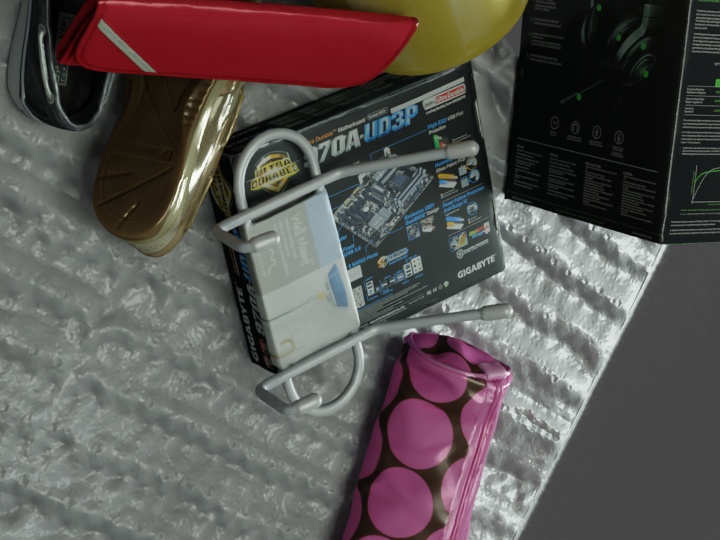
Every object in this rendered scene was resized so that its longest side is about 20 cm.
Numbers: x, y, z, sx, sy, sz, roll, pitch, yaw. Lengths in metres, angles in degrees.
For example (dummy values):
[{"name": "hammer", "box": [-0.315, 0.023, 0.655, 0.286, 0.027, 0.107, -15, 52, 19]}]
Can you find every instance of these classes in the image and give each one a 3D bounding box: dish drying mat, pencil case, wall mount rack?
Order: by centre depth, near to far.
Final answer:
[{"name": "dish drying mat", "box": [-0.068, -0.130, 0.934, 0.198, 0.077, 0.018, 1, 67, -29]}, {"name": "wall mount rack", "box": [0.000, 0.000, 1.041, 0.173, 0.074, 0.202, -26, 117, -26]}, {"name": "pencil case", "box": [0.049, 0.148, 1.161, 0.090, 0.093, 0.203, 10, 96, -36]}]

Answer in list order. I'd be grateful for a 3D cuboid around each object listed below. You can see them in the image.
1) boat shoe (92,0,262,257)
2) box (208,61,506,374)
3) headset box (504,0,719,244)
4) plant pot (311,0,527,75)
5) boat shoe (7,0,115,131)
[{"name": "boat shoe", "box": [-0.108, -0.108, 1.009, 0.065, 0.071, 0.202, 49, 61, -69]}, {"name": "box", "box": [0.001, -0.040, 1.106, 0.199, 0.046, 0.161, -25, 116, -27]}, {"name": "headset box", "box": [0.195, -0.134, 1.138, 0.092, 0.173, 0.203, -3, 103, -33]}, {"name": "plant pot", "box": [0.021, -0.229, 0.990, 0.201, 0.200, 0.190, -47, 138, -15]}, {"name": "boat shoe", "box": [-0.161, -0.181, 0.943, 0.071, 0.068, 0.203, 6, 99, -35]}]
